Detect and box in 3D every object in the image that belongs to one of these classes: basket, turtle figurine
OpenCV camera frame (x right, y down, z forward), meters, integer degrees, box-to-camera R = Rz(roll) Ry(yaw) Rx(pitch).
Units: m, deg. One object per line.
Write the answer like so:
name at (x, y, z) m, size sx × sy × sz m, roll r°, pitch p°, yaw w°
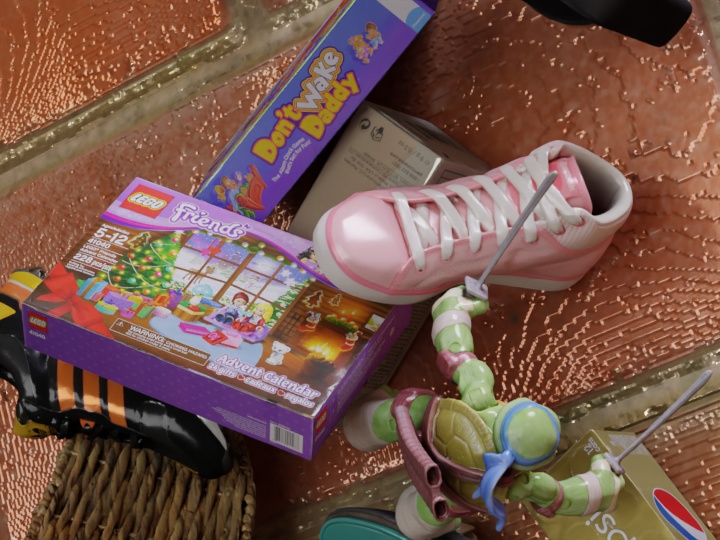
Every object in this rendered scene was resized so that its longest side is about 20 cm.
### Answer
basket at (-0.147, 0.203, 1.485) m, size 0.142 × 0.200 × 0.149 m, roll 15°, pitch 126°, yaw 0°
turtle figurine at (0.089, 0.082, 1.328) m, size 0.194 × 0.144 × 0.200 m, roll -27°, pitch 37°, yaw 58°

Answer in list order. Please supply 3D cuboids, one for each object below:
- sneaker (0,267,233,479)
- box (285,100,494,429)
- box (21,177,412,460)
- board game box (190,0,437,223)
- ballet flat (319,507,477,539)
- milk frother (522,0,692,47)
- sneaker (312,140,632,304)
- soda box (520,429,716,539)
sneaker at (-0.175, 0.088, 1.461) m, size 0.200 × 0.070 × 0.090 m, roll 37°, pitch 69°, yaw 16°
box at (0.000, 0.000, 1.472) m, size 0.078 × 0.095 × 0.200 m, roll 38°, pitch 102°, yaw 30°
box at (-0.085, 0.025, 1.378) m, size 0.199 × 0.137 × 0.039 m, roll 20°, pitch 134°, yaw 17°
board game box at (-0.026, -0.118, 1.477) m, size 0.045 × 0.135 × 0.200 m, roll 38°, pitch 106°, yaw -7°
ballet flat at (0.068, 0.195, 1.422) m, size 0.200 × 0.073 × 0.073 m, roll 22°, pitch 96°, yaw 31°
milk frother at (0.140, -0.250, 1.361) m, size 0.180 × 0.188 × 0.201 m, roll 28°, pitch 99°, yaw 30°
sneaker at (0.074, -0.035, 1.356) m, size 0.105 × 0.200 × 0.076 m, roll -48°, pitch 51°, yaw 49°
soda box at (0.185, 0.191, 1.353) m, size 0.068 × 0.064 × 0.200 m, roll -46°, pitch 63°, yaw 20°
